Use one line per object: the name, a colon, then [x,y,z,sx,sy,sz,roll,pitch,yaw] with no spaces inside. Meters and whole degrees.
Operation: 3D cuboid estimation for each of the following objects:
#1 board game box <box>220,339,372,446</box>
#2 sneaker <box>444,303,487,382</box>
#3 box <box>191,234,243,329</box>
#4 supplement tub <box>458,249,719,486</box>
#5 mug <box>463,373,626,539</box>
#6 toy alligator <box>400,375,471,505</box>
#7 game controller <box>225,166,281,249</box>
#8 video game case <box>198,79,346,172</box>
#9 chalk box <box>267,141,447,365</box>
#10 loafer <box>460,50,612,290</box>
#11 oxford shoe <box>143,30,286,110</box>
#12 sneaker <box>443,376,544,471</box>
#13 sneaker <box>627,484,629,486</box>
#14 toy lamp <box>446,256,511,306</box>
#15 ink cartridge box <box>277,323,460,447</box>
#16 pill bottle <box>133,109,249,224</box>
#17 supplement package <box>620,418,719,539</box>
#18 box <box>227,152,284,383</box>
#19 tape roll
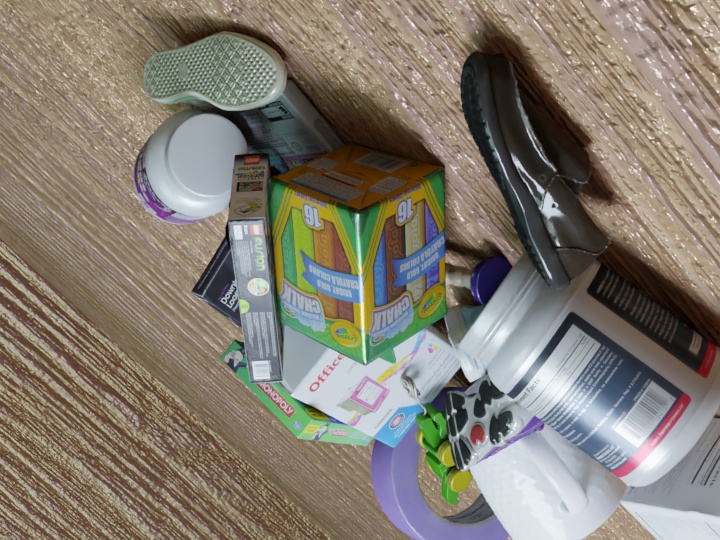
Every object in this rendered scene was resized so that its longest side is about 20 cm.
board game box: [-0.067,0.147,1.222,0.134,0.029,0.200,41,-175,24]
sneaker: [0.136,0.067,1.080,0.200,0.081,0.075,-76,-37,-81]
box: [-0.083,0.018,1.216,0.200,0.144,0.036,40,165,-34]
supplement tub: [0.199,0.074,0.898,0.199,0.141,0.141,36,160,7]
mug: [0.193,0.203,1.147,0.176,0.147,0.200,56,178,-7]
toy alligator: [0.098,0.189,1.213,0.059,0.054,0.202,32,148,53]
game controller: [-0.074,-0.022,1.151,0.042,0.105,0.200,1,146,33]
video game case: [-0.071,-0.121,1.124,0.182,0.022,0.199,49,157,-25]
chalk box: [0.000,0.000,0.998,0.124,0.123,0.202,21,125,39]
loafer: [0.136,-0.083,0.797,0.201,0.071,0.073,63,-178,-26]
oxford shoe: [-0.138,-0.195,1.041,0.199,0.076,0.057,6,-175,43]
sneaker: [0.142,0.151,1.040,0.200,0.082,0.082,140,124,-66]
sneaker: [0.228,0.136,1.071,0.129,0.080,0.200,10,146,55]
toy lamp: [0.068,-0.002,1.088,0.199,0.058,0.058,10,146,51]
ink cartridge box: [0.006,0.097,1.184,0.199,0.145,0.085,34,-173,-44]
pill bottle: [-0.180,-0.111,1.123,0.112,0.113,0.200,43,166,-12]
supplement package: [0.359,0.213,0.958,0.114,0.110,0.200,44,160,-14]
box: [-0.099,0.000,1.024,0.034,0.111,0.202,-3,129,0]
tape roll: [0.118,0.247,1.315,0.200,0.201,0.085,42,163,-10]
